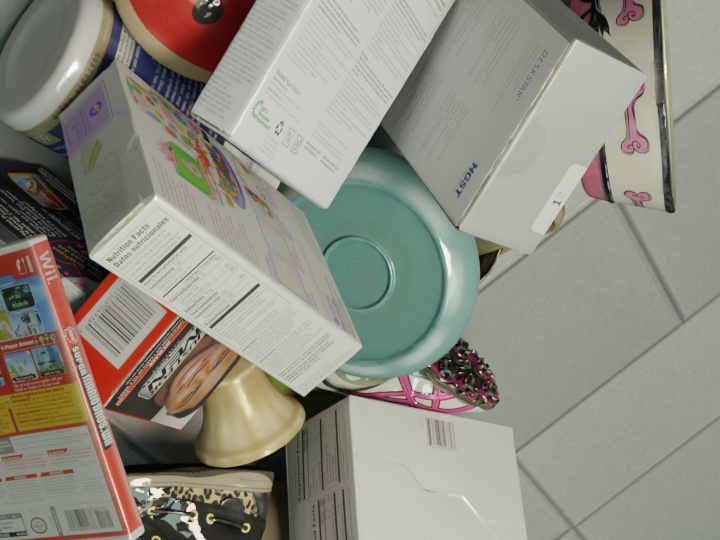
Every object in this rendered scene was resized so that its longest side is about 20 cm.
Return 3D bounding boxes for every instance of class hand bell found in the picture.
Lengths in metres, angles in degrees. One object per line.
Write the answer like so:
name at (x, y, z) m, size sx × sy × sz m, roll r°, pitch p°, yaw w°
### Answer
hand bell at (-0.124, 0.053, 0.989) m, size 0.103 × 0.104 × 0.203 m, roll -21°, pitch 112°, yaw -11°

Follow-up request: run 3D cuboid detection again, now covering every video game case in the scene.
video game case at (-0.227, 0.087, 0.766) m, size 0.017 × 0.141 × 0.203 m, roll -30°, pitch 105°, yaw -56°

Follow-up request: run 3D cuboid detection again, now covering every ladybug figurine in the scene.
ladybug figurine at (-0.078, -0.195, 0.785) m, size 0.198 × 0.071 × 0.138 m, roll -16°, pitch 105°, yaw -46°

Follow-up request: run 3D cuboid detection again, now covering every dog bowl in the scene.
dog bowl at (0.216, -0.146, 0.951) m, size 0.072 × 0.202 × 0.202 m, roll -4°, pitch 135°, yaw 16°

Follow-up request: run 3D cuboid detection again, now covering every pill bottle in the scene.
pill bottle at (-0.149, -0.110, 0.831) m, size 0.199 × 0.111 × 0.111 m, roll 30°, pitch 108°, yaw -40°

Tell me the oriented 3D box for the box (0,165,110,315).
box at (-0.262, 0.047, 0.854) m, size 0.201 × 0.132 × 0.115 m, roll -56°, pitch 171°, yaw 21°

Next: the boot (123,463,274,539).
boot at (-0.169, 0.244, 0.996) m, size 0.197 × 0.073 × 0.154 m, roll 3°, pitch 85°, yaw -27°

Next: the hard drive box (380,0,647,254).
hard drive box at (0.098, -0.137, 0.877) m, size 0.076 × 0.201 × 0.157 m, roll 16°, pitch 118°, yaw -33°

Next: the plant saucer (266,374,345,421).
plant saucer at (-0.010, 0.061, 1.094) m, size 0.197 × 0.031 × 0.202 m, roll -15°, pitch 130°, yaw -18°

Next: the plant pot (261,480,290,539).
plant pot at (-0.098, 0.285, 1.131) m, size 0.172 × 0.201 × 0.201 m, roll 31°, pitch 108°, yaw -24°

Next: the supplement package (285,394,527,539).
supplement package at (0.043, 0.219, 1.071) m, size 0.198 × 0.158 × 0.110 m, roll 15°, pitch 147°, yaw -34°

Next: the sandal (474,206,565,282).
sandal at (0.085, -0.012, 0.980) m, size 0.198 × 0.055 × 0.080 m, roll -23°, pitch 146°, yaw 37°

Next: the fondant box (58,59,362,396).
fondant box at (-0.095, -0.024, 0.751) m, size 0.058 × 0.145 × 0.200 m, roll -38°, pitch 134°, yaw 13°

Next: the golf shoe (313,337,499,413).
golf shoe at (0.042, 0.098, 1.089) m, size 0.198 × 0.073 × 0.092 m, roll 21°, pitch 133°, yaw -31°

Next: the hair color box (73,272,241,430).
hair color box at (-0.144, 0.053, 0.848) m, size 0.102 × 0.061 × 0.200 m, roll -49°, pitch 169°, yaw -4°

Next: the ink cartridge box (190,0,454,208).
ink cartridge box at (-0.014, -0.155, 0.788) m, size 0.202 × 0.043 × 0.196 m, roll -59°, pitch 161°, yaw -1°

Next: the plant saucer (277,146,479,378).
plant saucer at (0.000, 0.000, 0.964) m, size 0.197 × 0.027 × 0.204 m, roll 6°, pitch 110°, yaw 17°
